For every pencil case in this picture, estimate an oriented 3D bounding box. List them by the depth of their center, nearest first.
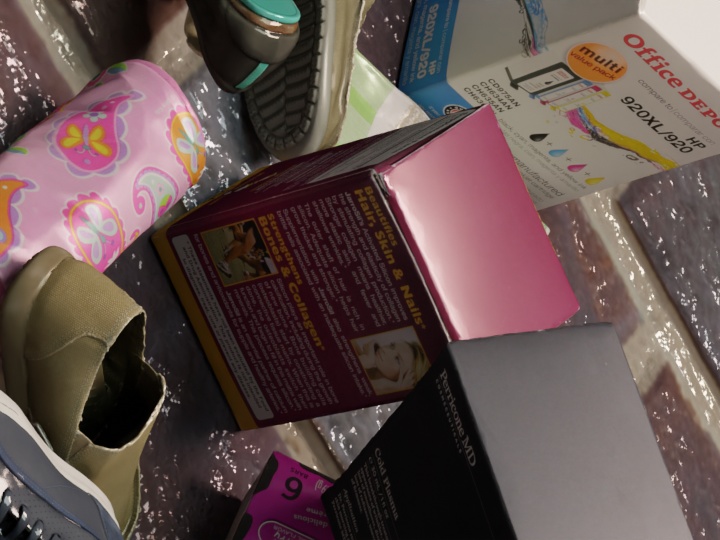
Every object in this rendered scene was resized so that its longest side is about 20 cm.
[{"bbox_3d":[-0.161,-0.032,1.575,0.088,0.087,0.200,60,42,-16],"label":"pencil case"}]

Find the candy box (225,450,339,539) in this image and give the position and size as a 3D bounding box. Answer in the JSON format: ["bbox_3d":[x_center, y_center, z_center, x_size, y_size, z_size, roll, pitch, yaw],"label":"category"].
[{"bbox_3d":[-0.029,0.214,1.613,0.136,0.061,0.201,26,54,-3],"label":"candy box"}]

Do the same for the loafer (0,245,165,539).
[{"bbox_3d":[-0.138,0.080,1.519,0.076,0.067,0.201,-47,146,-35],"label":"loafer"}]

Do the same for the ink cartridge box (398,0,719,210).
[{"bbox_3d":[0.152,-0.153,1.883,0.147,0.199,0.145,37,52,-35],"label":"ink cartridge box"}]

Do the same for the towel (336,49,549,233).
[{"bbox_3d":[0.035,-0.028,1.840,0.200,0.031,0.150,42,48,-32],"label":"towel"}]

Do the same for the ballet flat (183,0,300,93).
[{"bbox_3d":[-0.091,-0.172,1.701,0.068,0.069,0.200,14,34,-29],"label":"ballet flat"}]

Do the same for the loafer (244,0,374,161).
[{"bbox_3d":[-0.019,-0.153,1.784,0.069,0.075,0.201,23,61,-38],"label":"loafer"}]

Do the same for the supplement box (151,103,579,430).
[{"bbox_3d":[0.000,0.000,1.653,0.103,0.199,0.131,-33,104,-40],"label":"supplement box"}]

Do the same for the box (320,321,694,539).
[{"bbox_3d":[0.083,0.159,1.542,0.104,0.182,0.201,-7,65,-27],"label":"box"}]

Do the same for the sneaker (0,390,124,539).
[{"bbox_3d":[-0.160,0.138,1.408,0.202,0.077,0.146,39,17,-46],"label":"sneaker"}]
